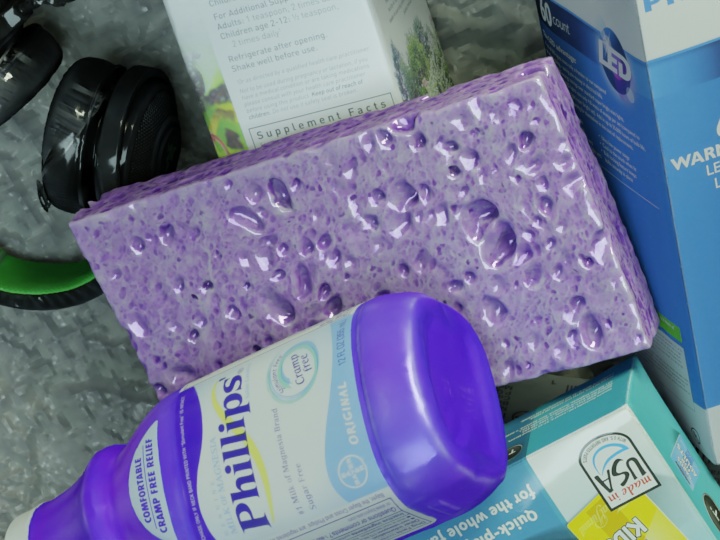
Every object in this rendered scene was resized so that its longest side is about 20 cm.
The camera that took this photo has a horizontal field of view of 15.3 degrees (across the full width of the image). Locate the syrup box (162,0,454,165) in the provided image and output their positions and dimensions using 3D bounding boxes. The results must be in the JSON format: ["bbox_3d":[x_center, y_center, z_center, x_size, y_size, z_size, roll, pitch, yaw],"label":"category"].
[{"bbox_3d":[-0.006,-0.052,1.047,0.081,0.079,0.200,-14,110,17],"label":"syrup box"}]

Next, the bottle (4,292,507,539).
[{"bbox_3d":[-0.043,0.078,0.992,0.200,0.065,0.084,-24,62,27],"label":"bottle"}]

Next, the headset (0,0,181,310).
[{"bbox_3d":[-0.130,-0.060,1.056,0.123,0.094,0.200,29,127,0],"label":"headset"}]

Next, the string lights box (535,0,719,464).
[{"bbox_3d":[0.119,-0.041,0.996,0.059,0.103,0.200,-20,119,-12],"label":"string lights box"}]

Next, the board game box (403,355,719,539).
[{"bbox_3d":[0.091,0.153,1.019,0.151,0.047,0.200,-29,105,20],"label":"board game box"}]

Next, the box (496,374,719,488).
[{"bbox_3d":[0.074,0.152,1.105,0.184,0.105,0.200,6,114,8],"label":"box"}]

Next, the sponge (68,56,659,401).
[{"bbox_3d":[0.000,0.000,1.003,0.200,0.030,0.112,-16,108,23],"label":"sponge"}]
